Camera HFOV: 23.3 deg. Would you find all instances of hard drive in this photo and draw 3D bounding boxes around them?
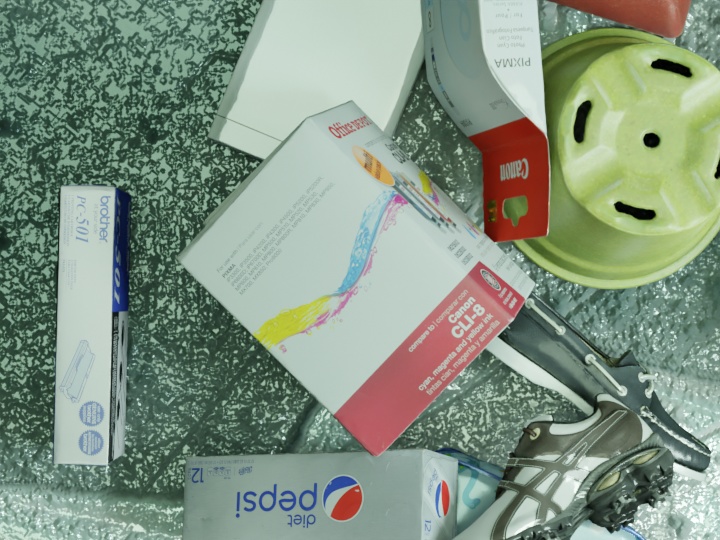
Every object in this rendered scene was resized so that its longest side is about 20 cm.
[{"bbox_3d":[-0.019,-0.169,1.337,0.131,0.027,0.201,22,89,0],"label":"hard drive"}]

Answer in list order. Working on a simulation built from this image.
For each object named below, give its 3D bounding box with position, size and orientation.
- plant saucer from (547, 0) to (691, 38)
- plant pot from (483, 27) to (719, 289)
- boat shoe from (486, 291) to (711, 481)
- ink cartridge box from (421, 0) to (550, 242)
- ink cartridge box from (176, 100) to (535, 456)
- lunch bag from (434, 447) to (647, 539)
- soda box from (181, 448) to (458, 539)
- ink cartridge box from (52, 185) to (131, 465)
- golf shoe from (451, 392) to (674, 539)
[{"bbox_3d":[0.175,-0.299,1.320,0.199,0.037,0.201,17,80,1],"label":"plant saucer"},{"bbox_3d":[0.194,-0.087,1.259,0.199,0.184,0.202,0,89,0],"label":"plant pot"},{"bbox_3d":[0.185,0.084,1.311,0.199,0.076,0.060,33,95,-1],"label":"boat shoe"},{"bbox_3d":[0.086,-0.121,1.248,0.047,0.160,0.201,-3,90,-12],"label":"ink cartridge box"},{"bbox_3d":[0.000,0.000,1.249,0.200,0.145,0.145,44,106,2],"label":"ink cartridge box"},{"bbox_3d":[0.106,0.235,1.304,0.199,0.082,0.162,21,88,0],"label":"lunch bag"},{"bbox_3d":[-0.031,0.169,1.268,0.199,0.063,0.069,-6,75,26],"label":"soda box"},{"bbox_3d":[-0.198,0.040,1.298,0.044,0.094,0.201,1,90,-1],"label":"ink cartridge box"},{"bbox_3d":[0.122,0.159,1.239,0.199,0.078,0.095,-25,61,-17],"label":"golf shoe"}]
